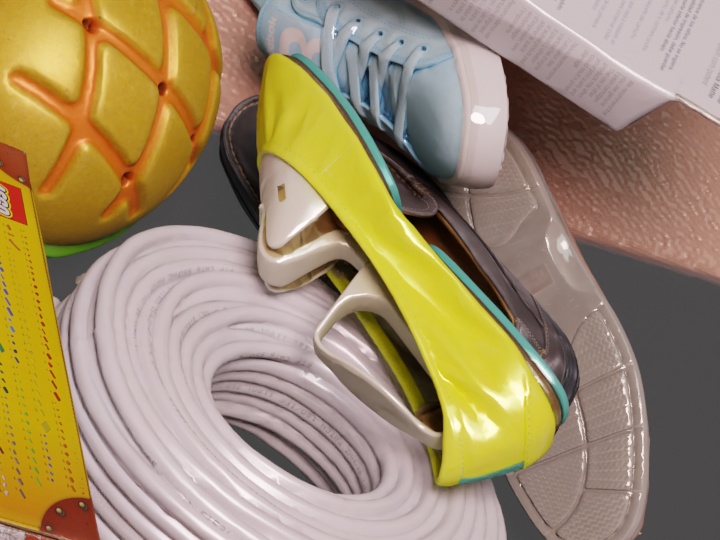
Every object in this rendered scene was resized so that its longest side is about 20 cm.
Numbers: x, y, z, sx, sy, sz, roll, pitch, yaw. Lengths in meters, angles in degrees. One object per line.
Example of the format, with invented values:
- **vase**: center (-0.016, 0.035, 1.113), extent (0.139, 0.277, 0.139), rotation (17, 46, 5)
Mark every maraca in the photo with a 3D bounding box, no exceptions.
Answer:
- **maraca**: center (-0.130, -0.067, 0.895), extent (0.200, 0.106, 0.138), rotation (-36, 119, -44)

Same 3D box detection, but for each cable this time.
- **cable**: center (-0.034, 0.072, 0.842), extent (0.199, 0.069, 0.201), rotation (26, 29, -22)

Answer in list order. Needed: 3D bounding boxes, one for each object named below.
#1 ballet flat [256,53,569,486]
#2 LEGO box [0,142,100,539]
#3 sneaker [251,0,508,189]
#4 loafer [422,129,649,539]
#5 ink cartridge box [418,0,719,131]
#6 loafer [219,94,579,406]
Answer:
- **ballet flat**: center (0.000, 0.000, 0.855), extent (0.067, 0.067, 0.201), rotation (-30, 68, -17)
- **LEGO box**: center (-0.168, 0.062, 0.754), extent (0.077, 0.149, 0.201), rotation (20, 33, -31)
- **sneaker**: center (-0.001, -0.090, 0.964), extent (0.081, 0.075, 0.200), rotation (-8, 30, -18)
- **loafer**: center (0.086, 0.030, 0.979), extent (0.063, 0.071, 0.202), rotation (23, 46, -65)
- **ink cartridge box**: center (0.110, -0.155, 0.949), extent (0.199, 0.041, 0.200), rotation (33, 51, -2)
- **loafer**: center (0.012, -0.014, 0.936), extent (0.200, 0.072, 0.073), rotation (40, 83, 21)
